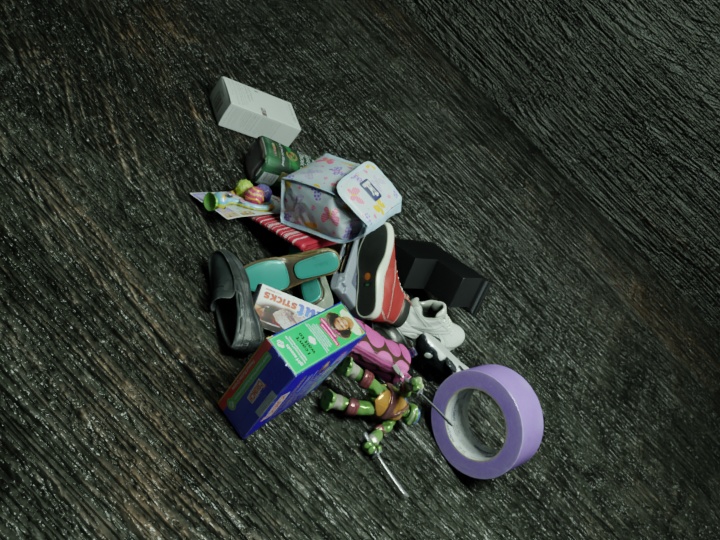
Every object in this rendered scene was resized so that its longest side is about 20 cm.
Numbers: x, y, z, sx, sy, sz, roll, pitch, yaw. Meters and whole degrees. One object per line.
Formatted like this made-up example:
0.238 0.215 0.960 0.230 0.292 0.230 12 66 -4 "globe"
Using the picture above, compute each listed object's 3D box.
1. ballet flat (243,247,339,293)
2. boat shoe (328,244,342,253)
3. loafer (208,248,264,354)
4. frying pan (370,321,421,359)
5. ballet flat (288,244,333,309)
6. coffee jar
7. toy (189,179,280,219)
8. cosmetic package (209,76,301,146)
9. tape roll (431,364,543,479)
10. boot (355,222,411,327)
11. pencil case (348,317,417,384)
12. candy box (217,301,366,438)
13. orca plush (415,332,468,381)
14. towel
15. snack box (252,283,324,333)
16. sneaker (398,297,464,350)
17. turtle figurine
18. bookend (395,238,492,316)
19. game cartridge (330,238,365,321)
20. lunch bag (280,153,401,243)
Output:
-0.137 -0.003 1.261 0.072 0.198 0.069 -153 -132 -72 "ballet flat"
-0.060 -0.080 1.465 0.201 0.066 0.074 57 35 3 "boat shoe"
-0.222 0.047 1.134 0.070 0.068 0.202 14 46 -53 "loafer"
0.080 0.149 1.400 0.189 0.031 0.116 16 43 -53 "frying pan"
-0.099 0.013 1.332 0.064 0.067 0.201 54 13 -46 "ballet flat"
-0.153 -0.221 1.501 0.199 0.085 0.105 16 42 -39 "coffee jar"
-0.226 -0.150 1.338 0.115 0.048 0.199 32 28 27 "toy"
-0.246 -0.369 1.576 0.199 0.074 0.102 9 47 -41 "cosmetic package"
0.237 0.283 1.269 0.085 0.200 0.201 -3 55 -49 "tape roll"
0.060 0.011 1.374 0.144 0.072 0.202 19 75 -50 "boot"
0.009 0.142 1.223 0.199 0.091 0.094 30 20 -38 "pencil case"
-0.106 0.152 1.054 0.077 0.169 0.200 47 32 11 "candy box"
0.166 0.200 1.416 0.200 0.071 0.106 33 19 -53 "orca plush"
-0.145 -0.096 1.361 0.199 0.023 0.144 30 26 26 "towel"
-0.109 0.092 1.219 0.199 0.024 0.073 24 78 -29 "snack box"
0.169 0.115 1.475 0.199 0.099 0.078 20 40 -34 "sneaker"
0.042 0.239 1.151 0.193 0.144 0.201 28 32 -21 "turtle figurine"
0.156 0.015 1.512 0.200 0.093 0.198 37 22 35 "bookend"
0.000 0.000 1.391 0.133 0.041 0.201 53 40 -38 "game cartridge"
-0.032 -0.142 1.322 0.199 0.128 0.169 23 35 22 "lunch bag"
